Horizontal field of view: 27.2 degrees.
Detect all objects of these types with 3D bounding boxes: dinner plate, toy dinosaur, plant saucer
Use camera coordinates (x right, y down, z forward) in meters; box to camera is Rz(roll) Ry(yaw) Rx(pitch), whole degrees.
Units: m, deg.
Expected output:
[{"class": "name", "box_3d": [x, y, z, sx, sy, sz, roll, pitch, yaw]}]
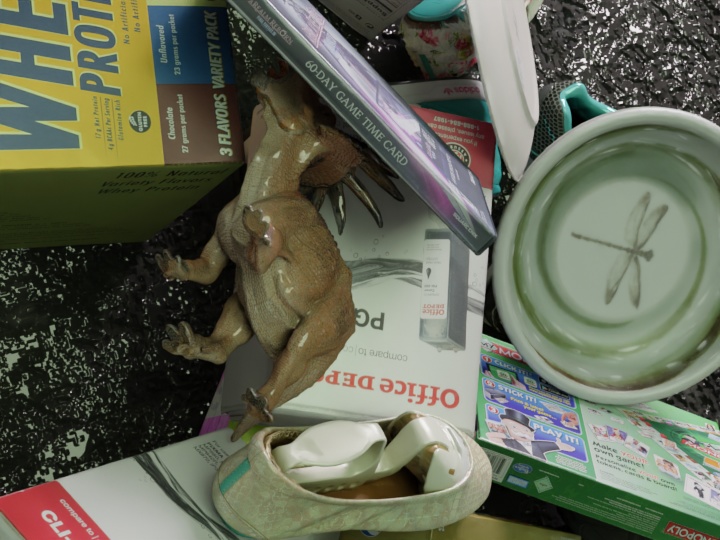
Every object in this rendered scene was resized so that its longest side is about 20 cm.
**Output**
[{"class": "dinner plate", "box_3d": [0.091, -0.158, 0.957, 0.024, 0.200, 0.203, -9, 81, 14]}, {"class": "toy dinosaur", "box_3d": [-0.033, -0.001, 0.800, 0.135, 0.085, 0.203, -28, 124, -45]}, {"class": "plant saucer", "box_3d": [0.178, -0.012, 0.995, 0.197, 0.050, 0.203, -3, 106, -11]}]

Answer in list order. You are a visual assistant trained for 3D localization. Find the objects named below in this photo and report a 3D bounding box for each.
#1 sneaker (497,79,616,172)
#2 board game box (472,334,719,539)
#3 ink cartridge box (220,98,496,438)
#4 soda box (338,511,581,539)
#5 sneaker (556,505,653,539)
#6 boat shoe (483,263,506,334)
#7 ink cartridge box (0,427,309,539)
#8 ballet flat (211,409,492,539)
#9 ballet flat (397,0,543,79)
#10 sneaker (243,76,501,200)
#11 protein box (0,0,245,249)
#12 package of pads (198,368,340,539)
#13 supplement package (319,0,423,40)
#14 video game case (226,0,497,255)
[{"class": "sneaker", "box_3d": [0.191, -0.069, 1.099, 0.199, 0.091, 0.078, 34, 68, -14]}, {"class": "board game box", "box_3d": [0.158, 0.116, 0.985, 0.198, 0.135, 0.029, 21, 115, -10]}, {"class": "ink cartridge box", "box_3d": [0.000, 0.000, 0.921, 0.144, 0.085, 0.203, 10, 80, -22]}, {"class": "soda box", "box_3d": [0.065, 0.185, 0.944, 0.199, 0.067, 0.065, 21, 79, -54]}, {"class": "sneaker", "box_3d": [0.145, 0.158, 1.042, 0.199, 0.100, 0.071, 36, 30, 18]}, {"class": "boat shoe", "box_3d": [0.175, -0.011, 1.053, 0.200, 0.061, 0.072, -32, 127, 1]}, {"class": "ink cartridge box", "box_3d": [-0.131, 0.177, 0.782, 0.084, 0.145, 0.199, 41, 23, 20]}, {"class": "ballet flat", "box_3d": [0.011, 0.107, 0.805, 0.198, 0.063, 0.068, -4, 51, -42]}, {"class": "ballet flat", "box_3d": [0.098, -0.203, 1.104, 0.200, 0.075, 0.065, -40, 132, -32]}, {"class": "sneaker", "box_3d": [0.019, -0.059, 1.028, 0.198, 0.084, 0.122, -11, 74, -27]}, {"class": "protein box", "box_3d": [-0.196, -0.099, 0.869, 0.196, 0.200, 0.137, -4, 80, -25]}, {"class": "package of pads", "box_3d": [-0.037, 0.142, 0.964, 0.153, 0.068, 0.202, 27, 69, -17]}, {"class": "supplement package", "box_3d": [0.015, -0.301, 1.058, 0.155, 0.111, 0.201, 36, 67, -14]}, {"class": "video game case", "box_3d": [-0.002, -0.100, 0.821, 0.019, 0.143, 0.200, -42, 101, 11]}]
